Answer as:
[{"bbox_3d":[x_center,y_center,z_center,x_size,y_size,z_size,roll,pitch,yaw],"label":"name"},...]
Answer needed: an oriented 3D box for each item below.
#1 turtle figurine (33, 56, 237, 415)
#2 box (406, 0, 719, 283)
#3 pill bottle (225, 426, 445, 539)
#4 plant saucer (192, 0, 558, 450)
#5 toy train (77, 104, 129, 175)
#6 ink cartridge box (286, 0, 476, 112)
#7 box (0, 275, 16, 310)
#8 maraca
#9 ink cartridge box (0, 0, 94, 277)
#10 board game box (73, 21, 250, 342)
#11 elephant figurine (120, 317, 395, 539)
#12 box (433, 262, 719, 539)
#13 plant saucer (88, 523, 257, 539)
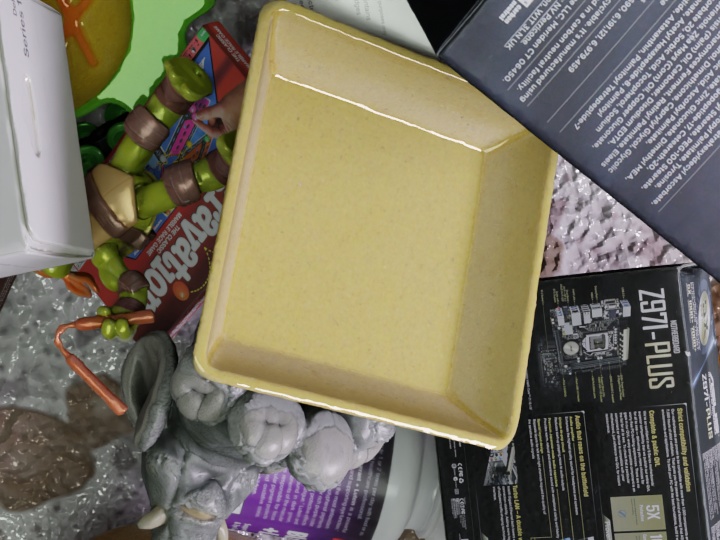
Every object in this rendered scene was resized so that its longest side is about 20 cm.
[{"bbox_3d":[-0.132,-0.033,0.852,0.161,0.064,0.200,-36,70,17],"label":"turtle figurine"},{"bbox_3d":[0.133,-0.115,0.739,0.196,0.200,0.124,35,105,-16],"label":"box"},{"bbox_3d":[-0.023,0.127,1.007,0.200,0.111,0.112,11,107,-8],"label":"pill bottle"},{"bbox_3d":[0.006,-0.019,0.813,0.200,0.048,0.200,17,77,-29],"label":"plant saucer"},{"bbox_3d":[-0.151,-0.076,0.965,0.200,0.042,0.056,-30,127,10],"label":"toy train"},{"bbox_3d":[0.048,-0.190,0.888,0.200,0.147,0.145,-11,111,-2],"label":"ink cartridge box"},{"bbox_3d":[-0.308,-0.037,0.926,0.200,0.075,0.100,29,104,3],"label":"box"},{"bbox_3d":[-0.188,-0.150,0.902,0.200,0.107,0.137,5,101,-8],"label":"maraca"},{"bbox_3d":[-0.255,-0.059,0.813,0.200,0.084,0.146,-10,84,15],"label":"ink cartridge box"},{"bbox_3d":[-0.107,-0.043,0.902,0.103,0.019,0.200,49,127,8],"label":"board game box"},{"bbox_3d":[-0.086,0.092,0.881,0.142,0.155,0.200,51,137,-1],"label":"elephant figurine"},{"bbox_3d":[0.134,0.102,0.912,0.163,0.086,0.200,-8,88,24],"label":"box"},{"bbox_3d":[-0.118,0.216,1.026,0.200,0.035,0.200,3,147,2],"label":"plant saucer"}]
